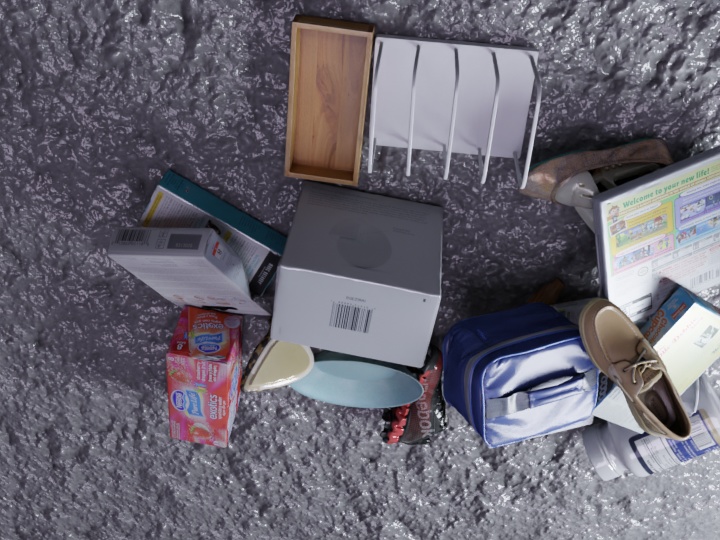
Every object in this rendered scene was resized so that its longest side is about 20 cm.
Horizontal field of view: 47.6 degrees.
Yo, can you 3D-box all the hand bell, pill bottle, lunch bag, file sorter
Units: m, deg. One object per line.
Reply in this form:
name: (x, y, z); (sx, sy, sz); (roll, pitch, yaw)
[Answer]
hand bell: (0.223, 0.091, 1.174); (0.103, 0.104, 0.201); (35, 107, -16)
pill bottle: (0.437, 0.238, 1.214); (0.198, 0.112, 0.111); (-29, 115, 23)
lunch bag: (0.216, 0.135, 1.053); (0.197, 0.132, 0.138); (-13, 115, -16)
file sorter: (0.106, -0.186, 0.973); (0.196, 0.125, 0.141); (6, 123, 3)

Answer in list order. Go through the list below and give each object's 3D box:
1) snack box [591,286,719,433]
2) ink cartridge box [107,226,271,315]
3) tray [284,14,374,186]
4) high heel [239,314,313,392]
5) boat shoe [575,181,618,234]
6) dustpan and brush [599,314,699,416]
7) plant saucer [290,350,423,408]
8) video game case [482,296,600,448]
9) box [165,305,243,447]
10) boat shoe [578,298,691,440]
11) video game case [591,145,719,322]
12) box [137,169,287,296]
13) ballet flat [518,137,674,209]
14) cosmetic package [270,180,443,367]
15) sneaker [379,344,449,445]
snack box: (0.393, 0.122, 1.072); (0.115, 0.037, 0.201); (23, 116, -31)
ink cartridge box: (-0.227, 0.003, 1.138); (0.159, 0.051, 0.200); (2, 158, 23)
tray: (-0.041, -0.210, 1.027); (0.097, 0.037, 0.203); (8, 122, 2)
high heel: (-0.121, 0.107, 1.098); (0.141, 0.200, 0.072); (-11, 111, 45)
boat shoe: (0.363, -0.037, 1.069); (0.062, 0.073, 0.200); (-44, 105, 5)
dustpan and brush: (0.410, 0.093, 1.144); (0.138, 0.057, 0.204); (9, 91, 30)
plant saucer: (-0.007, 0.148, 1.164); (0.197, 0.039, 0.202); (4, 153, 2)
video game case: (0.261, 0.145, 1.164); (0.179, 0.023, 0.203); (-8, 114, -19)
box: (-0.234, 0.163, 1.235); (0.094, 0.101, 0.202); (9, 132, 0)
boat shoe: (0.338, 0.119, 0.988); (0.071, 0.064, 0.201); (-39, 102, -9)
video game case: (0.379, -0.039, 1.011); (0.197, 0.022, 0.185); (-21, 118, -13)
box: (-0.202, -0.051, 1.139); (0.198, 0.049, 0.083); (30, 122, -13)
ballet flat: (0.293, -0.113, 0.997); (0.197, 0.068, 0.068); (-16, 147, -4)
cosmetic package: (0.000, 0.000, 1.058); (0.196, 0.201, 0.124); (11, 128, 0)
sneaker: (0.099, 0.195, 1.250); (0.096, 0.071, 0.203); (16, 125, -4)
